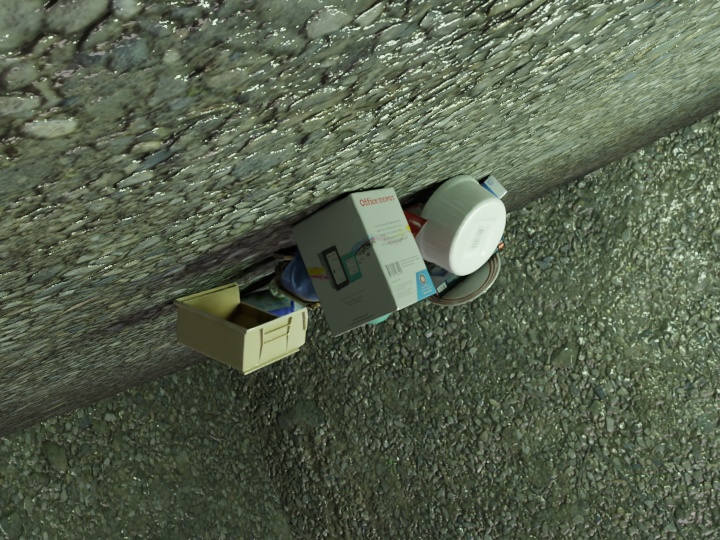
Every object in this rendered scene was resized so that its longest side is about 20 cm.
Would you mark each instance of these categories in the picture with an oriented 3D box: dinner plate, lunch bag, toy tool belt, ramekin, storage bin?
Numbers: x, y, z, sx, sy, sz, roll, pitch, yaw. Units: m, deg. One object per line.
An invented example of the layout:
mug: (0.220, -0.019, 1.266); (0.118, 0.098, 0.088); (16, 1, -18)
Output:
dinner plate: (0.223, 0.008, 1.709); (0.197, 0.024, 0.202); (-17, -140, 15)
lunch bag: (-0.229, 0.109, 1.856); (0.167, 0.130, 0.200); (-10, 176, 1)
toy tool belt: (-0.079, 0.016, 1.523); (0.197, 0.127, 0.123); (19, 166, 3)
ramekin: (0.217, -0.089, 1.590); (0.199, 0.097, 0.203); (-29, 136, -31)
storage bin: (-0.238, 0.108, 1.521); (0.197, 0.096, 0.197); (17, -160, 31)

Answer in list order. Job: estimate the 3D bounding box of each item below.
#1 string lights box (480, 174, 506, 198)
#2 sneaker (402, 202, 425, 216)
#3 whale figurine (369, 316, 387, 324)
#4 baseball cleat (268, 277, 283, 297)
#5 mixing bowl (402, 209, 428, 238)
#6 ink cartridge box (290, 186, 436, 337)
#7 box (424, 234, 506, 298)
string lights box: (0.263, -0.136, 1.848); (0.200, 0.059, 0.103); (-45, 176, -1)
sneaker: (0.070, -0.082, 1.718); (0.104, 0.076, 0.200); (-26, 170, -35)
whale figurine: (0.061, 0.067, 1.816); (0.197, 0.106, 0.158); (-11, 173, -31)
baseball cleat: (-0.128, -0.002, 1.779); (0.197, 0.071, 0.106); (-21, -169, 25)
mixing bowl: (0.030, -0.049, 1.453); (0.201, 0.108, 0.200); (-53, 178, -3)
ink cartridge box: (0.006, -0.018, 1.288); (0.145, 0.203, 0.146); (-24, 176, 34)
box: (0.213, -0.039, 1.717); (0.199, 0.038, 0.137); (-37, -141, -9)
